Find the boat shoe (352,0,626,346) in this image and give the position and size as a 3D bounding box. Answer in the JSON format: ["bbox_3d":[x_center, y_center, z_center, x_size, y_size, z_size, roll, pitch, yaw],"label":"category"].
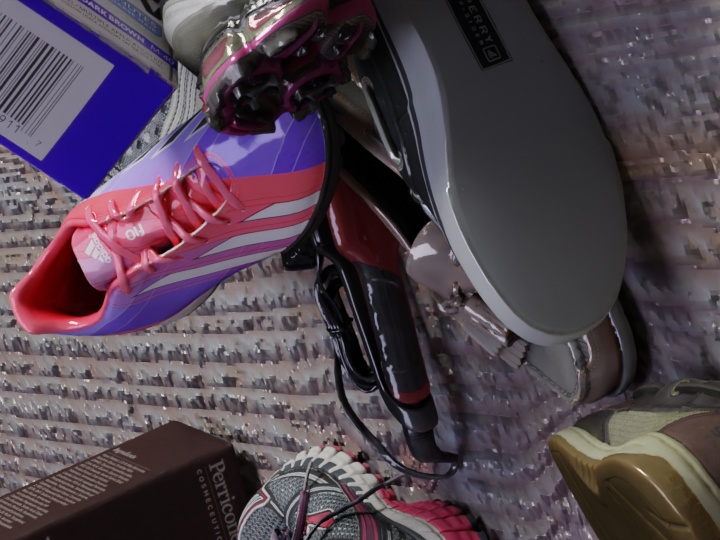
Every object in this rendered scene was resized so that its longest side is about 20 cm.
[{"bbox_3d":[0.040,-0.061,1.068,0.201,0.070,0.064,70,156,15],"label":"boat shoe"}]

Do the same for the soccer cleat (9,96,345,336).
[{"bbox_3d":[-0.075,-0.022,1.153,0.200,0.073,0.069,-37,76,53],"label":"soccer cleat"}]

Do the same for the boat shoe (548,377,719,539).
[{"bbox_3d":[0.117,0.075,1.025,0.073,0.065,0.200,57,174,-3],"label":"boat shoe"}]

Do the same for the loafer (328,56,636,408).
[{"bbox_3d":[0.030,-0.019,1.121,0.200,0.063,0.072,54,152,28],"label":"loafer"}]

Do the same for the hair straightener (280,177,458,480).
[{"bbox_3d":[0.000,0.000,1.242,0.077,0.041,0.201,10,123,62],"label":"hair straightener"}]

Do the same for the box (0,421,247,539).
[{"bbox_3d":[-0.152,0.164,1.464,0.075,0.199,0.101,12,122,58],"label":"box"}]

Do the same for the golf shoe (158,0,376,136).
[{"bbox_3d":[-0.003,-0.138,1.003,0.200,0.072,0.092,-40,65,29],"label":"golf shoe"}]

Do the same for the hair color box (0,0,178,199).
[{"bbox_3d":[-0.130,-0.119,1.109,0.109,0.065,0.200,34,-161,-20],"label":"hair color box"}]

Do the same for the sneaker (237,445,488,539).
[{"bbox_3d":[-0.011,0.134,1.321,0.200,0.074,0.081,6,116,63],"label":"sneaker"}]

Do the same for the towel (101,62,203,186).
[{"bbox_3d":[-0.092,-0.126,1.245,0.192,0.034,0.201,42,124,45],"label":"towel"}]
